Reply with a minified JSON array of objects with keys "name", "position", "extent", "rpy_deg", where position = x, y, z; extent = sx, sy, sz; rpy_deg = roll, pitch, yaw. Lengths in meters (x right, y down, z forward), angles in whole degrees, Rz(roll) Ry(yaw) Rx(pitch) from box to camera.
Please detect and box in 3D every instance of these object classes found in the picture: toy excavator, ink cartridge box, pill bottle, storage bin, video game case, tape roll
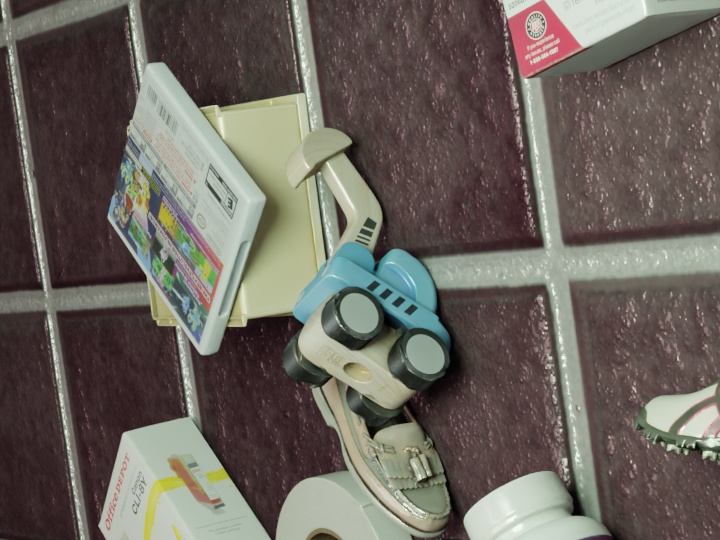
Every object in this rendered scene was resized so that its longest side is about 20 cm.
[{"name":"toy excavator","position":[0.000,0.000,1.675],"extent":[0.194,0.200,0.100],"rpy_deg":[33,141,-9]},{"name":"ink cartridge box","position":[-0.177,0.271,2.012],"extent":[0.200,0.083,0.146],"rpy_deg":[52,137,36]},{"name":"pill bottle","position":[0.156,0.255,1.486],"extent":[0.201,0.112,0.112],"rpy_deg":[62,142,24]},{"name":"storage bin","position":[-0.128,-0.052,1.851],"extent":[0.198,0.093,0.201],"rpy_deg":[-2,97,57]},{"name":"ink cartridge box","position":[0.158,-0.251,1.380],"extent":[0.145,0.083,0.201],"rpy_deg":[-23,79,56]},{"name":"video game case","position":[-0.160,-0.056,1.793],"extent":[0.200,0.023,0.183],"rpy_deg":[52,137,35]},{"name":"tape roll","position":[-0.011,0.283,1.810],"extent":[0.202,0.037,0.204],"rpy_deg":[21,116,53]}]

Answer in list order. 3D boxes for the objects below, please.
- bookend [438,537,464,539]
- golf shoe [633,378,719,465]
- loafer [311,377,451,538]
[{"name":"bookend","position":[0.080,0.354,1.583],"extent":[0.199,0.092,0.201],"rpy_deg":[120,151,-42]},{"name":"golf shoe","position":[0.268,0.092,1.332],"extent":[0.200,0.077,0.089],"rpy_deg":[2,80,54]},{"name":"loafer","position":[0.021,0.138,1.702],"extent":[0.200,0.072,0.063],"rpy_deg":[55,132,38]}]
